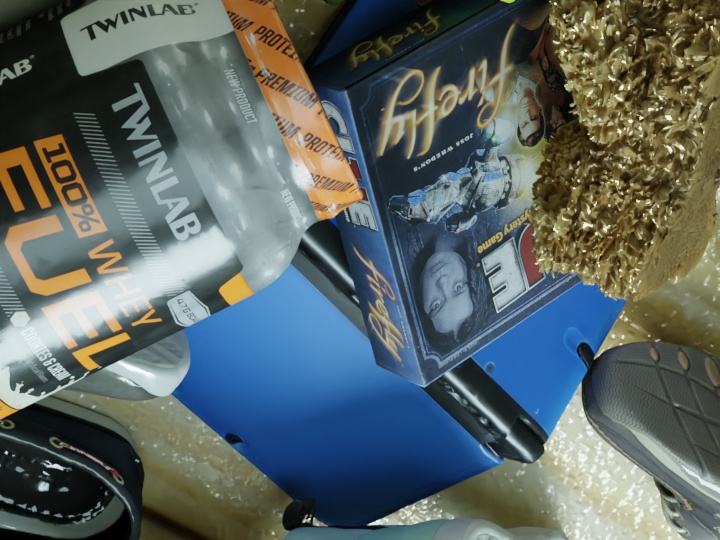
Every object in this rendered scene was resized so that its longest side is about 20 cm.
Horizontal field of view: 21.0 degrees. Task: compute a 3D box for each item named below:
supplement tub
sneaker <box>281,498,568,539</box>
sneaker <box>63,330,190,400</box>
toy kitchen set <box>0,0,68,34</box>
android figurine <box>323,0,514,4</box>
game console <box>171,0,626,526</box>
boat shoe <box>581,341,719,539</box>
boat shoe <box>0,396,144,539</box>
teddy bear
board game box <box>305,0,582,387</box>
[{"bbox_3d":[-0.107,-0.025,0.691,0.199,0.123,0.123,-27,118,1],"label":"supplement tub"},{"bbox_3d":[0.031,0.153,0.917,0.117,0.074,0.200,-3,160,24],"label":"sneaker"},{"bbox_3d":[-0.169,0.022,0.804,0.198,0.077,0.082,19,117,-1],"label":"sneaker"},{"bbox_3d":[-0.128,-0.189,0.686,0.199,0.182,0.163,-8,160,-49],"label":"toy kitchen set"},{"bbox_3d":[0.034,-0.196,0.725,0.199,0.041,0.183,-36,82,27],"label":"android figurine"},{"bbox_3d":[0.000,0.000,0.873,0.200,0.118,0.171,44,67,-28],"label":"game console"},{"bbox_3d":[0.174,0.103,0.927,0.199,0.075,0.073,31,135,-24],"label":"boat shoe"},{"bbox_3d":[-0.188,0.081,0.838,0.200,0.063,0.074,15,112,-19],"label":"boat shoe"},{"bbox_3d":[0.121,-0.088,0.745,0.145,0.067,0.201,-33,145,-36],"label":"teddy bear"},{"bbox_3d":[0.075,-0.060,0.809,0.199,0.034,0.136,-32,122,-27],"label":"board game box"}]
